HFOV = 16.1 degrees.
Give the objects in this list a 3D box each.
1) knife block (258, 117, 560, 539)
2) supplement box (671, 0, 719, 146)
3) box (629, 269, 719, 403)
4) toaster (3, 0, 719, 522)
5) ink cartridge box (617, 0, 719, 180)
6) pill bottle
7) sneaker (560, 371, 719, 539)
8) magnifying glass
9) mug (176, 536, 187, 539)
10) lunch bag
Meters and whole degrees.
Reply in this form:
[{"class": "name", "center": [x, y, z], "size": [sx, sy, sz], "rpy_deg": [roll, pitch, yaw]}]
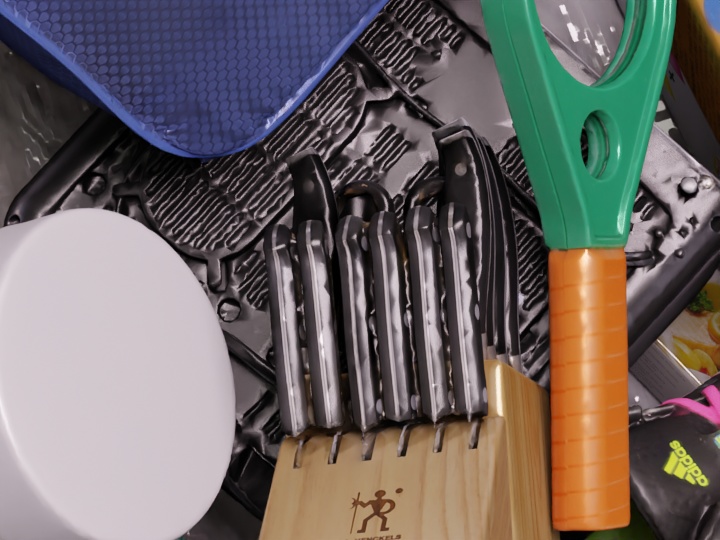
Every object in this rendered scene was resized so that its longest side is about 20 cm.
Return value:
[{"class": "knife block", "center": [0.023, 0.065, 0.730], "size": [0.064, 0.201, 0.176], "rpy_deg": [-6, 35, 15]}, {"class": "supplement box", "center": [0.142, -0.046, 0.752], "size": [0.066, 0.069, 0.201], "rpy_deg": [-23, 60, -1]}, {"class": "box", "center": [0.098, 0.003, 0.909], "size": [0.039, 0.041, 0.200], "rpy_deg": [-41, 82, -18]}, {"class": "toaster", "center": [0.000, 0.000, 0.830], "size": [0.181, 0.119, 0.200], "rpy_deg": [42, 86, 11]}, {"class": "ink cartridge box", "center": [0.198, -0.078, 0.896], "size": [0.144, 0.145, 0.201], "rpy_deg": [-21, 76, -14]}, {"class": "pill bottle", "center": [-0.141, 0.053, 0.752], "size": [0.114, 0.199, 0.114], "rpy_deg": [23, 59, -46]}, {"class": "sneaker", "center": [0.111, 0.063, 0.769], "size": [0.200, 0.087, 0.074], "rpy_deg": [-42, 60, 4]}, {"class": "magnifying glass", "center": [0.063, -0.027, 0.725], "size": [0.079, 0.022, 0.201], "rpy_deg": [-1, 88, -51]}, {"class": "mug", "center": [-0.069, 0.152, 0.778], "size": [0.114, 0.152, 0.186], "rpy_deg": [45, 49, -35]}, {"class": "lunch bag", "center": [-0.046, -0.149, 0.743], "size": [0.200, 0.132, 0.136], "rpy_deg": [-46, 126, -3]}]
